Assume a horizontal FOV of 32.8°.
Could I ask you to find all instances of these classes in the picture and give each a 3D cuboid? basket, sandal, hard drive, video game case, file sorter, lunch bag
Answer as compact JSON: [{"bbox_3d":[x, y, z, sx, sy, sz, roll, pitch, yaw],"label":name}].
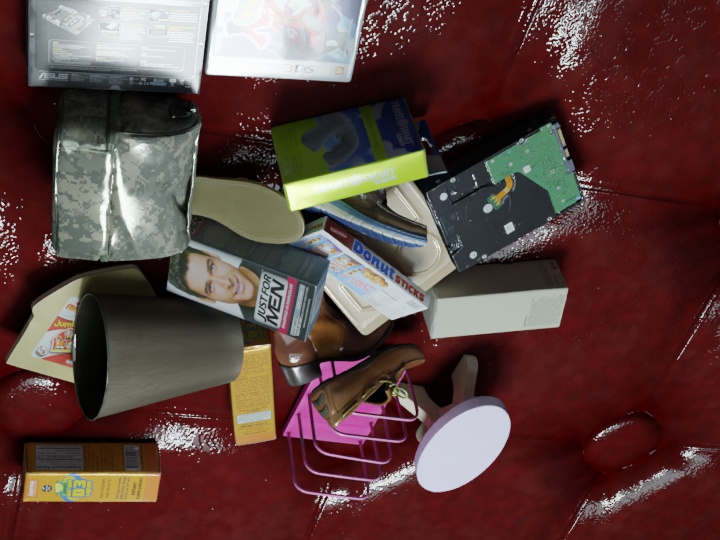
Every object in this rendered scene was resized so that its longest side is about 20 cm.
[{"bbox_3d":[-0.265,0.103,1.625,0.197,0.136,0.182,-6,131,-30],"label":"basket"},{"bbox_3d":[-0.165,-0.095,1.547,0.208,0.070,0.079,11,119,5],"label":"sandal"},{"bbox_3d":[0.187,-0.104,1.615,0.198,0.038,0.141,-30,124,-2],"label":"hard drive"},{"bbox_3d":[-0.081,-0.309,1.401,0.179,0.023,0.202,0,130,-16],"label":"video game case"},{"bbox_3d":[-0.014,0.230,1.822,0.137,0.127,0.201,10,131,-22],"label":"file sorter"},{"bbox_3d":[-0.274,-0.112,1.439,0.165,0.140,0.202,5,125,-11],"label":"lunch bag"}]

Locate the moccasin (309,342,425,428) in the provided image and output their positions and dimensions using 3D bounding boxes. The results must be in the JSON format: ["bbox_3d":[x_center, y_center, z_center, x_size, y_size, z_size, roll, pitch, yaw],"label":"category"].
[{"bbox_3d":[0.021,0.160,1.709,0.200,0.078,0.074,-24,168,-47],"label":"moccasin"}]

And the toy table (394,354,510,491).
[{"bbox_3d":[0.145,0.232,1.881,0.182,0.118,0.200,22,123,-31],"label":"toy table"}]

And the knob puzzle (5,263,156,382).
[{"bbox_3d":[-0.357,0.065,1.651,0.216,0.031,0.222,-16,133,-17],"label":"knob puzzle"}]

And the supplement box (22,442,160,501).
[{"bbox_3d":[-0.399,0.299,1.817,0.196,0.069,0.067,4,128,-16],"label":"supplement box"}]

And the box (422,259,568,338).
[{"bbox_3d":[0.191,0.040,1.755,0.196,0.069,0.083,-3,132,-12],"label":"box"}]

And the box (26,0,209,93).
[{"bbox_3d":[-0.270,-0.279,1.359,0.196,0.049,0.160,0,130,-15],"label":"box"}]

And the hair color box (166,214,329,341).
[{"bbox_3d":[-0.146,0.006,1.579,0.197,0.061,0.100,20,130,7],"label":"hair color box"}]

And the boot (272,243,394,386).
[{"bbox_3d":[-0.052,0.035,1.698,0.186,0.068,0.203,-22,118,-13],"label":"boot"}]

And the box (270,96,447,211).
[{"bbox_3d":[-0.004,-0.146,1.498,0.197,0.123,0.048,-14,132,-3],"label":"box"}]

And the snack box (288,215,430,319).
[{"bbox_3d":[0.000,0.000,1.597,0.199,0.025,0.071,37,144,-31],"label":"snack box"}]

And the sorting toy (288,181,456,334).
[{"bbox_3d":[0.025,-0.029,1.647,0.184,0.037,0.200,-37,124,7],"label":"sorting toy"}]

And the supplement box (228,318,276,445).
[{"bbox_3d":[-0.159,0.160,1.768,0.068,0.067,0.202,-8,133,-8],"label":"supplement box"}]

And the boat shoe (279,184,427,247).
[{"bbox_3d":[0.000,-0.090,1.540,0.197,0.072,0.073,22,84,2],"label":"boat shoe"}]
